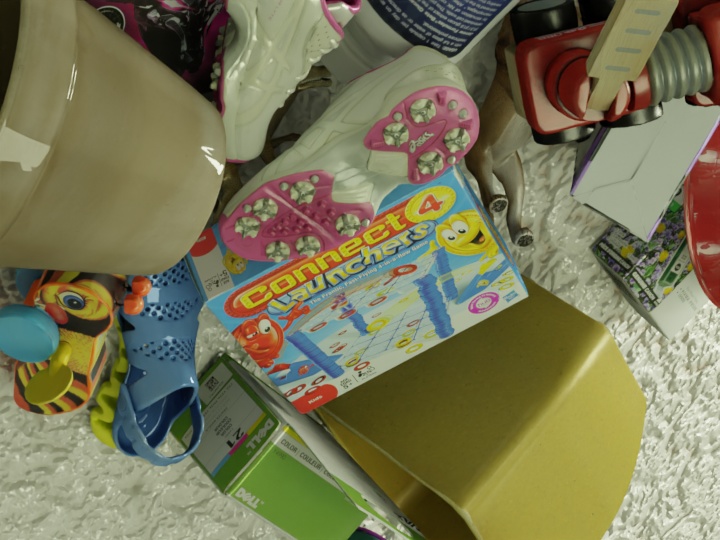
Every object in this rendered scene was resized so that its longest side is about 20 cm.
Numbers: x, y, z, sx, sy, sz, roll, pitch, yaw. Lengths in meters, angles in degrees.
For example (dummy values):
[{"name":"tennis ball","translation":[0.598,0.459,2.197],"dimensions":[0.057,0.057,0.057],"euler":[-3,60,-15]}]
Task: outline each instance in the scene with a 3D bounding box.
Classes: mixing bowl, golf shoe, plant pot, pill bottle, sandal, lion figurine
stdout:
[{"name":"mixing bowl","translation":[0.353,-0.063,1.855],"dimensions":[0.200,0.108,0.202],"euler":[-7,98,-55]},{"name":"golf shoe","translation":[-0.010,-0.078,1.529],"dimensions":[0.199,0.092,0.075],"euler":[-30,127,17]},{"name":"plant pot","translation":[0.114,0.121,1.827],"dimensions":[0.200,0.195,0.195],"euler":[-47,138,-12]},{"name":"pill bottle","translation":[0.055,-0.208,1.550],"dimensions":[0.111,0.112,0.200],"euler":[10,138,-42]},{"name":"sandal","translation":[-0.141,0.061,1.648],"dimensions":[0.079,0.087,0.201],"euler":[-12,125,-29]},{"name":"golf shoe","translation":[-0.049,-0.147,1.463],"dimensions":[0.091,0.076,0.201],"euler":[7,134,-4]},{"name":"plant pot","translation":[-0.185,-0.079,1.404],"dimensions":[0.173,0.200,0.201],"euler":[20,107,-34]},{"name":"lion figurine","translation":[0.115,-0.115,1.721],"dimensions":[0.072,0.123,0.200],"euler":[8,131,-33]}]

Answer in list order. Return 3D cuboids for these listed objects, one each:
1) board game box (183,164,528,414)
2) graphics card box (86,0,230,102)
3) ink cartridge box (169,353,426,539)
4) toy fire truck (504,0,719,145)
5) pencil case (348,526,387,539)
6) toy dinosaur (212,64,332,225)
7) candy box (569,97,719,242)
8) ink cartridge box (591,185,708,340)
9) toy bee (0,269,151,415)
[{"name":"board game box","translation":[0.000,0.000,1.641],"dimensions":[0.199,0.056,0.196],"euler":[-28,147,6]},{"name":"graphics card box","translation":[-0.142,-0.181,1.493],"dimensions":[0.125,0.051,0.201],"euler":[-16,131,-30]},{"name":"ink cartridge box","translation":[-0.040,0.170,1.722],"dimensions":[0.076,0.200,0.148],"euler":[-48,137,2]},{"name":"toy fire truck","translation":[0.198,-0.148,1.500],"dimensions":[0.175,0.200,0.130],"euler":[-13,107,-7]},{"name":"pencil case","translation":[-0.028,0.318,1.926],"dimensions":[0.092,0.085,0.201],"euler":[19,109,-28]},{"name":"toy dinosaur","translation":[-0.102,-0.077,1.611],"dimensions":[0.199,0.058,0.102],"euler":[-34,121,-23]},{"name":"candy box","translation":[0.230,-0.127,1.726],"dimensions":[0.169,0.071,0.200],"euler":[-61,180,14]},{"name":"ink cartridge box","translation":[0.298,-0.048,1.936],"dimensions":[0.200,0.050,0.109],"euler":[-45,137,-2]},{"name":"toy bee","translation":[-0.196,0.032,1.549],"dimensions":[0.200,0.108,0.132],"euler":[74,28,-65]}]
